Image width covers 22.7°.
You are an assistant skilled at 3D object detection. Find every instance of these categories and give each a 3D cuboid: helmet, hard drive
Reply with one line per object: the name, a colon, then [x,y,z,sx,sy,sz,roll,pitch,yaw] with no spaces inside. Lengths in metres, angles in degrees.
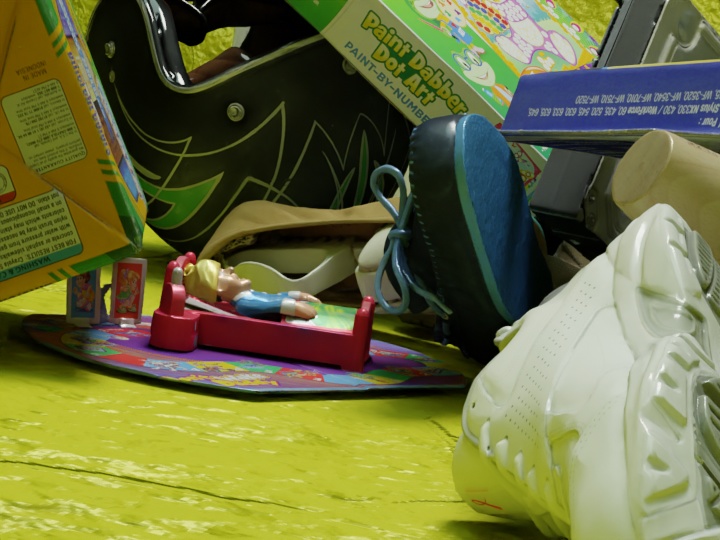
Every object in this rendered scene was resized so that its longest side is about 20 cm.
helmet: [-0.060,-0.093,1.088,0.200,0.200,0.191,0,41,-52]
hard drive: [0.179,-0.052,0.990,0.038,0.140,0.200,14,-15,41]

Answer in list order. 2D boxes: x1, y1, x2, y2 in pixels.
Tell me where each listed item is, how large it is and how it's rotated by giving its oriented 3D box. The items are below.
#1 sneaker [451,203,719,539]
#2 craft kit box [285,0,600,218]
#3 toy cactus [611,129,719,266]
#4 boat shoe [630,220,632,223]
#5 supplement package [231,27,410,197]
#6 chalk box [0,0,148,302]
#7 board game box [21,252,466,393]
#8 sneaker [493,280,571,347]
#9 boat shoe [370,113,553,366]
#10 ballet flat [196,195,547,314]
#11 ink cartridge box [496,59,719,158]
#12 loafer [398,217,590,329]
sneaker: [0.072,0.058,0.531,0.099,0.078,0.200,-33,13,19]
craft kit box: [0.061,-0.135,1.036,0.197,0.049,0.200,41,29,1]
toy cactus: [0.167,-0.002,0.648,0.165,0.102,0.200,31,20,-24]
boat shoe: [0.147,0.012,0.852,0.062,0.075,0.200,24,-17,6]
supplement package: [-0.015,-0.090,1.291,0.111,0.156,0.200,11,7,18]
chalk box: [-0.170,-0.055,0.783,0.125,0.124,0.200,-20,8,-2]
board game box: [-0.047,0.018,0.803,0.200,0.039,0.158,2,9,-42]
sneaker: [0.088,0.035,0.706,0.087,0.075,0.200,2,6,-6]
boat shoe: [0.040,0.000,0.802,0.069,0.084,0.200,2,-30,16]
ballet flat: [0.000,0.000,0.926,0.200,0.069,0.063,-1,27,36]
ink cartridge box: [0.159,-0.070,0.808,0.200,0.047,0.198,7,1,-27]
loafer: [0.106,0.003,1.010,0.200,0.068,0.076,1,10,-45]
